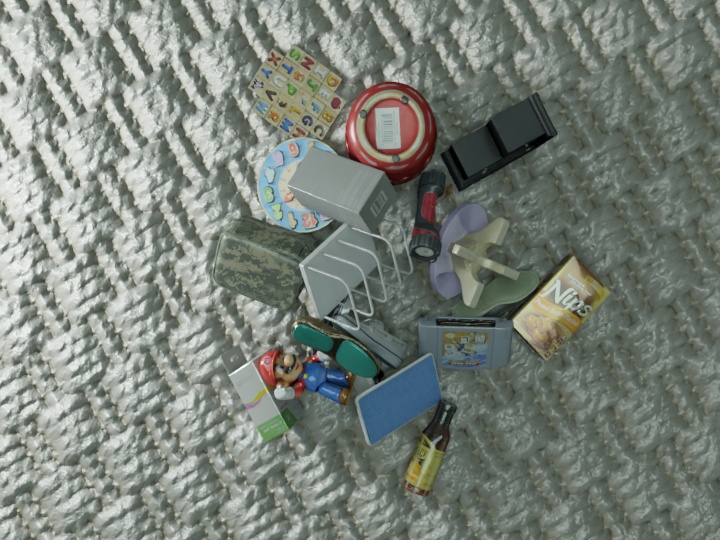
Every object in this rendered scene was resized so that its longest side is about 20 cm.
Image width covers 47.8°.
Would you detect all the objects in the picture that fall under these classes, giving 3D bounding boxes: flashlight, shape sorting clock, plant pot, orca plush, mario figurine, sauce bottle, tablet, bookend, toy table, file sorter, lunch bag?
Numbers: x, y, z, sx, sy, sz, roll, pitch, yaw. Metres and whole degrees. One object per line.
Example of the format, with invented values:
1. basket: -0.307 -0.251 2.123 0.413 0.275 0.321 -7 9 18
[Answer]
1. flashlight: 0.143 -0.116 1.670 0.066 0.068 0.204 15 59 -5
2. shape sorting clock: -0.124 -0.183 1.735 0.195 0.039 0.205 0 93 1
3. plant pot: 0.065 -0.281 1.659 0.195 0.183 0.206 0 92 -1
4. orca plush: 0.038 0.244 1.729 0.071 0.105 0.202 -38 99 -35
5. mario figurine: -0.108 0.205 1.637 0.195 0.124 0.108 14 105 -1
6. sauce bottle: 0.152 0.376 1.733 0.065 0.066 0.204 20 90 1
7. tablet: 0.082 0.268 1.695 0.197 0.014 0.132 -28 122 -21
8. bookend: 0.275 -0.255 1.644 0.196 0.200 0.093 -29 90 1
9. toy table: 0.230 -0.031 1.666 0.181 0.116 0.205 6 101 -34
10. file sorter: 0.000 0.000 1.627 0.200 0.123 0.141 -44 134 -33
11. lunch bag: -0.187 -0.030 1.680 0.196 0.169 0.142 19 120 3

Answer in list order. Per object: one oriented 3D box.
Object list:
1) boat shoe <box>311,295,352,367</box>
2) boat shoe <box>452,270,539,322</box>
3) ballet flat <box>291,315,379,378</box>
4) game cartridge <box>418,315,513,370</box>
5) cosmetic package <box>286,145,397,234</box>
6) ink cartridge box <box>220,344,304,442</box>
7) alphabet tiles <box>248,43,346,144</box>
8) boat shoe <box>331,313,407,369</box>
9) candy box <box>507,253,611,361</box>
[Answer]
1. boat shoe: -0.081 0.137 1.725 0.067 0.074 0.203 24 92 -4
2. boat shoe: 0.289 0.067 1.724 0.198 0.061 0.072 -26 51 -2
3. ballet flat: -0.045 0.146 1.637 0.198 0.066 0.071 32 113 -5
4. game cartridge: 0.218 0.153 1.700 0.195 0.042 0.135 1 129 6
5. cosmetic package: -0.039 -0.163 1.628 0.198 0.090 0.108 25 74 35
6. ink cartridge box: -0.205 0.242 1.706 0.066 0.117 0.203 -28 91 15
7. alphabet tiles: -0.136 -0.379 1.746 0.198 0.006 0.168 35 92 0
8. boat shoe: 0.021 0.132 1.705 0.199 0.073 0.068 40 74 -36
9. candy box: 0.418 0.078 1.721 0.115 0.055 0.200 44 93 -2
